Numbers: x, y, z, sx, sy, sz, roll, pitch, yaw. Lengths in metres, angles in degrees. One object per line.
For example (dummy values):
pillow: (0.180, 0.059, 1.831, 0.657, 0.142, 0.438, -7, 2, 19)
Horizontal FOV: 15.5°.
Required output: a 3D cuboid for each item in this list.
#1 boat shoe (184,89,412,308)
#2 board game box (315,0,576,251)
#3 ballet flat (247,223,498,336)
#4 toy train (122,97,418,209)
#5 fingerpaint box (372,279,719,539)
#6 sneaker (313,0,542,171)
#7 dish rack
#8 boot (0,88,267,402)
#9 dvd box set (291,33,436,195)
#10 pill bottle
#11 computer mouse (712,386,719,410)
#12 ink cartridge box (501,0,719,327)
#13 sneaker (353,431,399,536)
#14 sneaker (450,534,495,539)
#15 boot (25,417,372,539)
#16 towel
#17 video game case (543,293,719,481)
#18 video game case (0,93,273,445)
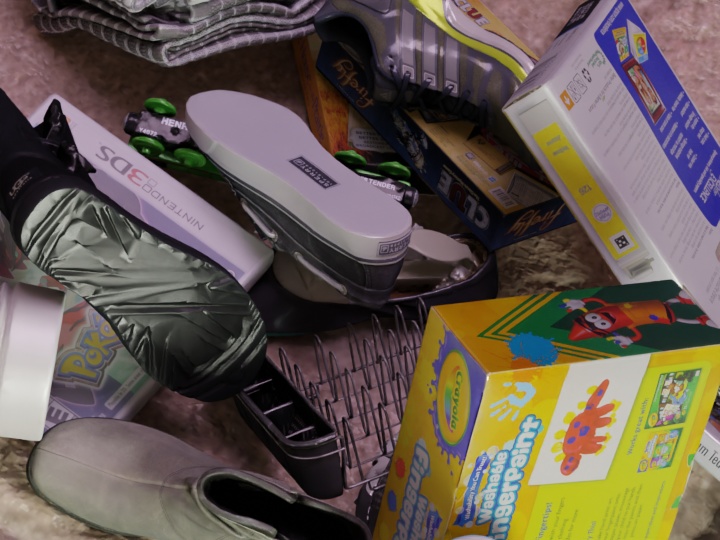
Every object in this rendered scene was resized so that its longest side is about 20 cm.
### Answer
boat shoe: (-0.044, -0.045, 1.658, 0.072, 0.068, 0.200, -20, 44, -40)
board game box: (0.082, -0.105, 1.792, 0.135, 0.035, 0.200, -18, 53, -35)
ballet flat: (0.000, 0.000, 1.707, 0.200, 0.073, 0.073, -1, 51, -21)
toy train: (-0.060, -0.067, 1.738, 0.200, 0.056, 0.042, 15, 69, 1)
fingerpaint box: (0.105, 0.111, 1.527, 0.167, 0.200, 0.073, -7, 37, -28)
sneaker: (0.051, -0.127, 1.736, 0.081, 0.074, 0.200, -39, 67, -21)
dish rack: (0.027, 0.067, 1.608, 0.200, 0.055, 0.153, -19, 27, -15)
boot: (-0.153, -0.022, 1.585, 0.200, 0.076, 0.168, 40, 6, -34)
dvd box set: (0.028, -0.137, 1.861, 0.146, 0.029, 0.200, 5, 49, -20)
pill bottle: (-0.276, 0.040, 1.525, 0.200, 0.114, 0.115, 9, 48, -7)
computer mouse: (0.262, 0.075, 1.691, 0.110, 0.044, 0.200, 37, 12, 2)
ink cartridge box: (0.184, -0.066, 1.710, 0.200, 0.047, 0.198, 57, 27, -11)
sneaker: (0.077, 0.116, 1.616, 0.090, 0.067, 0.200, 2, 29, 42)
sneaker: (0.005, 0.224, 1.421, 0.080, 0.200, 0.131, 50, 6, -5)
boot: (-0.091, 0.125, 1.512, 0.200, 0.131, 0.068, 20, 76, -4)
towel: (-0.114, -0.203, 1.791, 0.200, 0.086, 0.165, -22, 34, -35)
video game case: (0.204, 0.077, 1.676, 0.182, 0.024, 0.200, 41, 13, 15)
video game case: (-0.183, 0.004, 1.638, 0.182, 0.023, 0.200, 35, 60, 10)
